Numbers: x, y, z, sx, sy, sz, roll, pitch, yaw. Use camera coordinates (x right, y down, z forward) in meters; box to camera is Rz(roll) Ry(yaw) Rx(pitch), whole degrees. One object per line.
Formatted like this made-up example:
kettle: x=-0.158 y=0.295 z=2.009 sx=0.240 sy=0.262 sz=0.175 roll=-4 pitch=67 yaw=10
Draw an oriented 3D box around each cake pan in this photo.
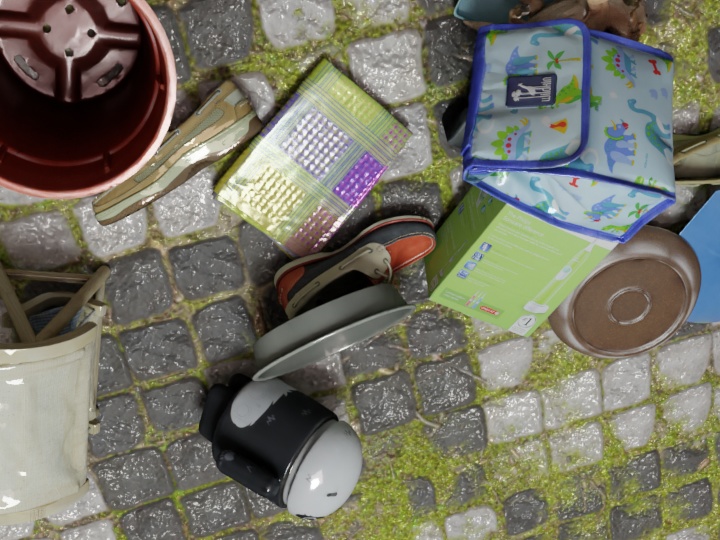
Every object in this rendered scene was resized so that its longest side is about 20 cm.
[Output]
cake pan: x=-0.034 y=0.066 z=1.034 sx=0.198 sy=0.200 sz=0.037 roll=-24 pitch=81 yaw=-1

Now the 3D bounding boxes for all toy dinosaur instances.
toy dinosaur: x=0.214 y=-0.245 z=0.969 sx=0.197 sy=0.087 sz=0.136 roll=-16 pitch=139 yaw=7

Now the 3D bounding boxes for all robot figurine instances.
robot figurine: x=-0.092 y=0.202 z=1.079 sx=0.151 sy=0.198 sz=0.125 roll=-52 pitch=157 yaw=-26

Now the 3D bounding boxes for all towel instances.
towel: x=-0.054 y=-0.114 z=1.019 sx=0.143 sy=0.023 sz=0.200 roll=36 pitch=103 yaw=-26

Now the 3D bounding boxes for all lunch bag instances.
lunch bag: x=0.198 y=-0.142 z=0.903 sx=0.197 sy=0.172 sz=0.128 roll=13 pitch=154 yaw=-9

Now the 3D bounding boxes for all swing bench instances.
swing bench: x=-0.334 y=0.122 z=0.967 sx=0.128 sy=0.200 sz=0.201 roll=4 pitch=115 yaw=-15

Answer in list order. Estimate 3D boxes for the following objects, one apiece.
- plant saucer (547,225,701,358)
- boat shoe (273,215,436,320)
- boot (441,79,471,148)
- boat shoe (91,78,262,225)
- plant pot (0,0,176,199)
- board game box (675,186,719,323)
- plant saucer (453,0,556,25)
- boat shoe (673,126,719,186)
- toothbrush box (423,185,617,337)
plant saucer: x=0.332 y=0.038 z=1.160 sx=0.197 sy=0.032 sz=0.202 roll=-2 pitch=124 yaw=-2
boat shoe: x=0.000 y=0.000 z=1.054 sx=0.198 sy=0.063 sz=0.072 roll=-21 pitch=135 yaw=-7
boot: x=0.211 y=-0.173 z=1.031 sx=0.198 sy=0.066 sz=0.166 roll=27 pitch=109 yaw=-20
boat shoe: x=-0.201 y=-0.125 z=0.962 sx=0.199 sy=0.072 sz=0.077 roll=-35 pitch=104 yaw=-3
plant pot: x=-0.267 y=-0.195 z=0.830 sx=0.198 sy=0.196 sz=0.203 roll=-5 pitch=118 yaw=-11
board game box: x=0.454 y=-0.025 z=1.173 sx=0.156 sy=0.039 sz=0.201 roll=23 pitch=119 yaw=-20
plant saucer: x=0.196 y=-0.270 z=1.005 sx=0.198 sy=0.019 sz=0.071 roll=19 pitch=110 yaw=-22
boat shoe: x=0.427 y=-0.133 z=1.099 sx=0.198 sy=0.063 sz=0.074 roll=-5 pitch=116 yaw=-13
toothbrush box: x=0.182 y=-0.035 z=1.045 sx=0.144 sy=0.087 sz=0.201 roll=20 pitch=131 yaw=-21
